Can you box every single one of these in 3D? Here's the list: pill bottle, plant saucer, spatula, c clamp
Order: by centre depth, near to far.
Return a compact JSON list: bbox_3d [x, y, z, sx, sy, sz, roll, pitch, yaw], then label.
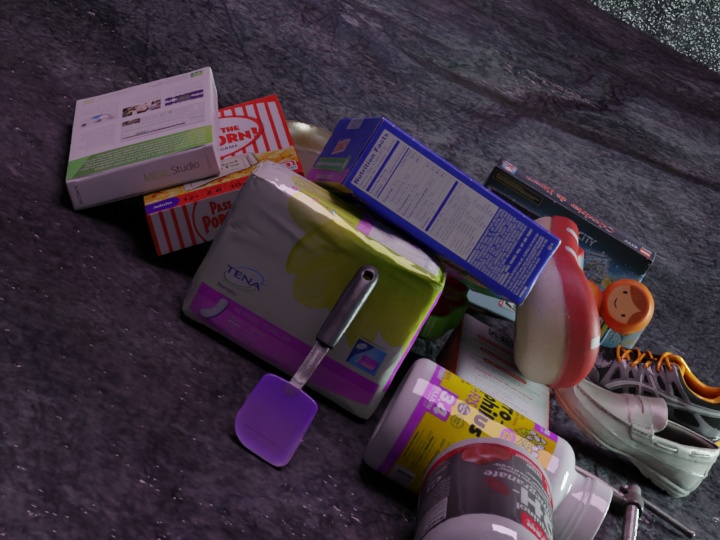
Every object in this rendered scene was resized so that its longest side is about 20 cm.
[{"bbox_3d":[0.094,0.219,1.455,0.110,0.111,0.200,28,22,-6],"label":"pill bottle"},{"bbox_3d":[-0.037,0.070,1.572,0.056,0.021,0.201,32,59,2],"label":"spatula"},{"bbox_3d":[0.109,0.165,1.600,0.199,0.105,0.104,30,21,0],"label":"pill bottle"},{"bbox_3d":[0.224,0.226,1.720,0.170,0.027,0.200,33,21,5],"label":"c clamp"},{"bbox_3d":[-0.024,-0.100,2.109,0.199,0.032,0.201,27,21,-11],"label":"plant saucer"}]

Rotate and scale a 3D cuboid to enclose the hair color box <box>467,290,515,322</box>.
[{"bbox_3d":[0.073,-0.013,1.958,0.199,0.061,0.099,23,-3,-16],"label":"hair color box"}]

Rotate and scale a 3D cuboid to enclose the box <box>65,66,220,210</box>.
[{"bbox_3d":[-0.207,-0.129,1.823,0.143,0.037,0.200,-14,26,2],"label":"box"}]

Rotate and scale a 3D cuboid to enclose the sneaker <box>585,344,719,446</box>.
[{"bbox_3d":[0.303,0.115,1.999,0.199,0.078,0.078,28,23,-2],"label":"sneaker"}]

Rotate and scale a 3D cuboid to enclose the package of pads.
[{"bbox_3d":[-0.039,0.013,1.669,0.199,0.155,0.068,29,17,-1],"label":"package of pads"}]

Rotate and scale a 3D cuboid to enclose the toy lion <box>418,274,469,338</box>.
[{"bbox_3d":[0.000,0.000,1.817,0.200,0.069,0.191,38,37,21],"label":"toy lion"}]

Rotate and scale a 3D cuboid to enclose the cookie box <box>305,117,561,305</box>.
[{"bbox_3d":[0.062,-0.056,1.729,0.199,0.076,0.171,34,-3,-12],"label":"cookie box"}]

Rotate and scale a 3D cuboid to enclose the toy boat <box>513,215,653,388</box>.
[{"bbox_3d":[0.212,0.032,1.792,0.129,0.132,0.200,3,21,6],"label":"toy boat"}]

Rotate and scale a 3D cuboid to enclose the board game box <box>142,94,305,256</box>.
[{"bbox_3d":[-0.134,-0.094,1.809,0.150,0.047,0.200,-16,27,-3],"label":"board game box"}]

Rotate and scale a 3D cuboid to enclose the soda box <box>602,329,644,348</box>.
[{"bbox_3d":[0.228,0.017,2.134,0.199,0.064,0.068,30,21,-2],"label":"soda box"}]

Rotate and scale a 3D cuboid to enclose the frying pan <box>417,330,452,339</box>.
[{"bbox_3d":[0.018,0.036,1.858,0.189,0.031,0.115,0,26,-40],"label":"frying pan"}]

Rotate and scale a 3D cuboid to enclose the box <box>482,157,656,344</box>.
[{"bbox_3d":[0.201,-0.012,2.062,0.199,0.137,0.038,32,21,3],"label":"box"}]

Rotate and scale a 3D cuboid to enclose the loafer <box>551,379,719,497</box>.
[{"bbox_3d":[0.266,0.146,1.845,0.199,0.070,0.070,34,18,-27],"label":"loafer"}]

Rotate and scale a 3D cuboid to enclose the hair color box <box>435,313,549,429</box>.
[{"bbox_3d":[0.120,0.123,1.766,0.101,0.062,0.200,29,22,-4],"label":"hair color box"}]
